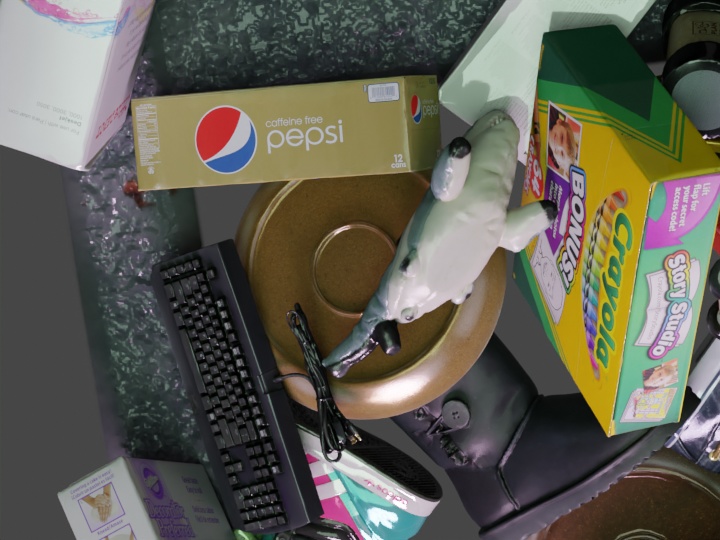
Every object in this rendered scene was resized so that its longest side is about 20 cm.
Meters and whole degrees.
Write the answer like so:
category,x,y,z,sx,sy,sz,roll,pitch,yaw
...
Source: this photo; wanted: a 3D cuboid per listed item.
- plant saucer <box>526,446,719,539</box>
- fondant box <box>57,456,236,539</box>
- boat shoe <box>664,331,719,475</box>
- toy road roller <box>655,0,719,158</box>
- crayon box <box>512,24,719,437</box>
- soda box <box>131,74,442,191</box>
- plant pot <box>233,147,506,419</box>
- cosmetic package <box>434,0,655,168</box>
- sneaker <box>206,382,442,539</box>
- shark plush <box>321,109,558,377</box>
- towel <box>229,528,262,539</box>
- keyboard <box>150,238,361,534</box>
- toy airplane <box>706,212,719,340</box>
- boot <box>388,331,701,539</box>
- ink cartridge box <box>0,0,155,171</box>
category,x,y,z,sx,sy,sz,roll,pitch,yaw
plant saucer,0.200,0.207,1.664,0.199,0.035,0.201,2,107,6
fondant box,-0.118,0.231,1.608,0.058,0.144,0.201,-30,75,13
boat shoe,0.285,0.057,1.592,0.091,0.071,0.201,33,113,1
toy road roller,0.274,-0.092,1.529,0.199,0.123,0.147,7,121,4
crayon box,0.161,-0.027,1.495,0.058,0.173,0.201,-8,129,-16
soda box,-0.050,-0.092,1.556,0.199,0.068,0.064,-2,94,21
plant pot,0.000,0.000,1.583,0.199,0.027,0.201,-2,83,17
cosmetic package,0.140,-0.174,1.549,0.082,0.051,0.200,36,107,-3
sneaker,-0.054,0.151,1.651,0.200,0.084,0.121,33,107,5
shark plush,0.051,-0.010,1.527,0.091,0.083,0.201,20,104,-25
towel,-0.118,0.291,1.727,0.200,0.031,0.149,-36,102,12
keyboard,-0.069,0.078,1.581,0.127,0.021,0.201,-18,92,33
toy airplane,0.327,0.010,1.447,0.199,0.200,0.141,42,70,-24
boot,0.109,0.083,1.589,0.200,0.076,0.168,-37,92,33
ink cartridge box,-0.182,-0.183,1.529,0.084,0.145,0.201,16,107,1
